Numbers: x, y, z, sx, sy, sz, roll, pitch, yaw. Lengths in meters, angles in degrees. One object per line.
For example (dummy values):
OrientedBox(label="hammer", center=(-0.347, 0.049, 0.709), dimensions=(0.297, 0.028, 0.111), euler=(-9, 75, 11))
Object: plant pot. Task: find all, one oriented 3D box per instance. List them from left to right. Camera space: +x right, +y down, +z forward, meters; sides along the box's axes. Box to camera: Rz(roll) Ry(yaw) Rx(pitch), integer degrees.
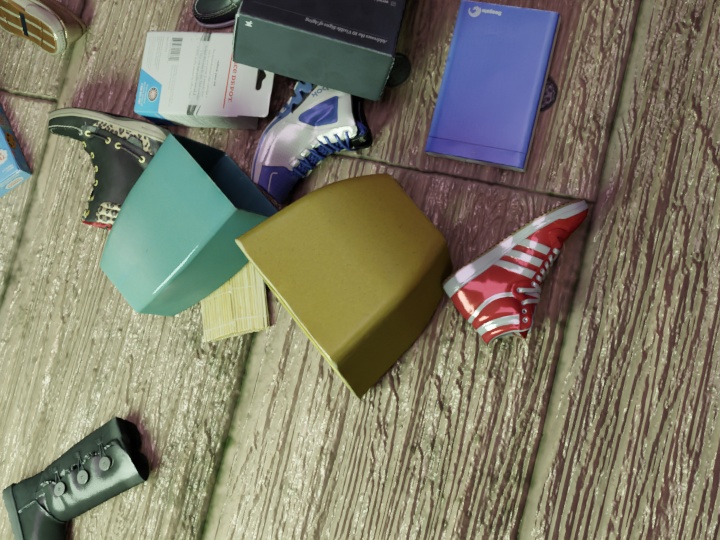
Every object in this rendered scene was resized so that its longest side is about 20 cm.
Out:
OrientedBox(label="plant pot", center=(-0.229, -0.045, 1.537), dimensions=(0.200, 0.141, 0.141), euler=(-48, 68, 13))
OrientedBox(label="plant pot", center=(0.000, 0.000, 1.440), dimensions=(0.199, 0.194, 0.196), euler=(-40, 70, -5))

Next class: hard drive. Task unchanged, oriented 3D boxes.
OrientedBox(label="hard drive", center=(0.167, -0.235, 1.507), dimensions=(0.130, 0.025, 0.203), euler=(12, 84, 20))

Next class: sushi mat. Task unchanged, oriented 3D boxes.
OrientedBox(label="sushi mat", center=(-0.174, -0.012, 1.586), dimensions=(0.094, 0.012, 0.203), euler=(-12, 76, 18))

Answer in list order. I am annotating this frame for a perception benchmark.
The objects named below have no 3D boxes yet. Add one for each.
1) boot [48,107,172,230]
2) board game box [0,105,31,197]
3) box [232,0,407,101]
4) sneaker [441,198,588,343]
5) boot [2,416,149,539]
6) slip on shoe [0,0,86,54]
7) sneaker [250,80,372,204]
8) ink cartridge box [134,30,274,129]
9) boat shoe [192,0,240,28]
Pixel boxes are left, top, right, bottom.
OrientedBox(label="boot", center=(-0.357, -0.137, 1.643), dimensions=(0.197, 0.073, 0.153), euler=(12, 84, 15))
OrientedBox(label="board game box", center=(-0.581, -0.184, 1.742), dimensions=(0.150, 0.037, 0.202), euler=(-32, 71, 11))
OrientedBox(label="box", center=(-0.041, -0.347, 1.491), dimensions=(0.197, 0.124, 0.199), euler=(15, 68, -4))
OrientedBox(label="sneaker", center=(0.208, 0.007, 1.426), dimensions=(0.199, 0.071, 0.113), euler=(-34, 78, 4))
OrientedBox(label="boot", center=(-0.359, 0.311, 1.567), dimensions=(0.198, 0.066, 0.166), euler=(-30, 74, 7))
OrientedBox(label="slip on shoe", center=(-0.480, -0.381, 1.736), dimensions=(0.199, 0.077, 0.060), euler=(31, 51, 29))
OrientedBox(label="sneaker", center=(-0.051, -0.173, 1.539), dimensions=(0.114, 0.080, 0.201), euler=(28, 88, 23))
OrientedBox(label="ink cartridge box", center=(-0.195, -0.255, 1.609), dimensions=(0.197, 0.068, 0.118), euler=(6, 82, 20))
OrientedBox(label="boat shoe", center=(-0.150, -0.398, 1.625), dimensions=(0.198, 0.060, 0.076), euler=(-28, 72, 12))
